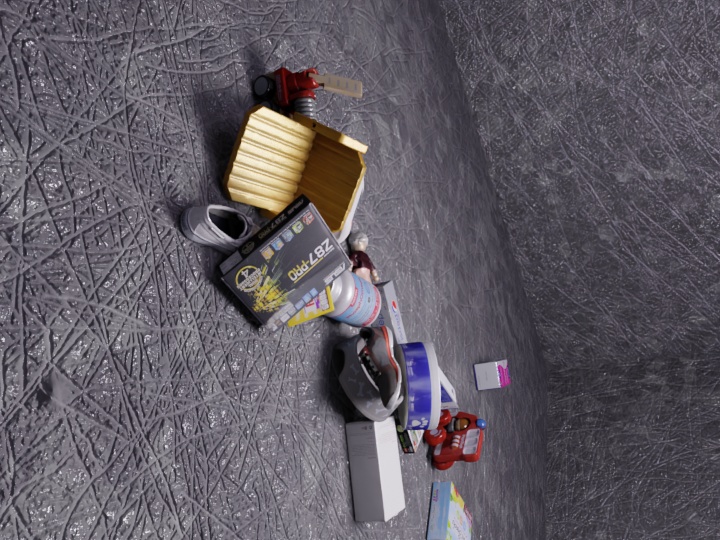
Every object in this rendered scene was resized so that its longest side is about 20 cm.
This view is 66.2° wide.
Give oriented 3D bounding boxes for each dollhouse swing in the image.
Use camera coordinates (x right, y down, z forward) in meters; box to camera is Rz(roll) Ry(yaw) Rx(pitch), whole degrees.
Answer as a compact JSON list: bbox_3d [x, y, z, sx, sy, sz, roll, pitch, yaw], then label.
[{"bbox_3d":[-0.117,-0.175,1.006,0.175,0.178,0.206,-1,116,-66],"label":"dollhouse swing"}]

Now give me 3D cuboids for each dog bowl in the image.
[{"bbox_3d":[0.134,0.277,1.329,0.200,0.076,0.209,178,-90,-85],"label":"dog bowl"},{"bbox_3d":[0.025,0.232,1.243,0.199,0.058,0.203,43,24,-24],"label":"dog bowl"}]

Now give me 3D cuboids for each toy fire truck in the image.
[{"bbox_3d":[0.289,0.494,1.641,0.200,0.163,0.115,-50,123,-58],"label":"toy fire truck"},{"bbox_3d":[-0.101,-0.329,1.133,0.128,0.194,0.183,4,75,-62],"label":"toy fire truck"}]

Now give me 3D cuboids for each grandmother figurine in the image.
[{"bbox_3d":[0.000,0.000,1.373,0.120,0.059,0.208,25,56,-57],"label":"grandmother figurine"}]

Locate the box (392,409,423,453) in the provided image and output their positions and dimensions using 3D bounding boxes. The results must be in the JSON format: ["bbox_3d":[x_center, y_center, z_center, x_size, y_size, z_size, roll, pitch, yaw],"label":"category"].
[{"bbox_3d":[0.119,0.373,1.490,0.110,0.034,0.206,-45,120,-60],"label":"box"}]

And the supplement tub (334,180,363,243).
[{"bbox_3d":[-0.068,-0.166,1.202,0.142,0.136,0.204,58,33,-34],"label":"supplement tub"}]

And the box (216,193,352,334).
[{"bbox_3d":[-0.130,-0.008,0.975,0.049,0.198,0.163,44,-8,49],"label":"box"}]

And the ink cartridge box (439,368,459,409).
[{"bbox_3d":[0.214,0.346,1.624,0.202,0.096,0.040,56,33,-39],"label":"ink cartridge box"}]

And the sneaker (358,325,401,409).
[{"bbox_3d":[0.031,0.201,1.161,0.079,0.079,0.203,11,37,-19],"label":"sneaker"}]

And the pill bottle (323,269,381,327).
[{"bbox_3d":[-0.041,0.054,1.207,0.199,0.106,0.113,29,54,-57],"label":"pill bottle"}]

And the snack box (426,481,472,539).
[{"bbox_3d":[0.261,0.744,1.598,0.203,0.066,0.171,60,31,-32],"label":"snack box"}]

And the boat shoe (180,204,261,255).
[{"bbox_3d":[-0.215,-0.066,0.946,0.198,0.063,0.077,7,72,-63],"label":"boat shoe"}]

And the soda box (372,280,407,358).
[{"bbox_3d":[0.070,0.136,1.450,0.068,0.062,0.207,-28,105,-63],"label":"soda box"}]

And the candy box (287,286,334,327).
[{"bbox_3d":[-0.115,0.006,1.042,0.027,0.099,0.206,-122,-163,-56],"label":"candy box"}]

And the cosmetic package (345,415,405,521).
[{"bbox_3d":[0.034,0.439,1.235,0.107,0.082,0.208,14,68,-60],"label":"cosmetic package"}]

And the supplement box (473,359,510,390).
[{"bbox_3d":[0.538,0.423,2.252,0.199,0.100,0.105,12,68,-64],"label":"supplement box"}]
